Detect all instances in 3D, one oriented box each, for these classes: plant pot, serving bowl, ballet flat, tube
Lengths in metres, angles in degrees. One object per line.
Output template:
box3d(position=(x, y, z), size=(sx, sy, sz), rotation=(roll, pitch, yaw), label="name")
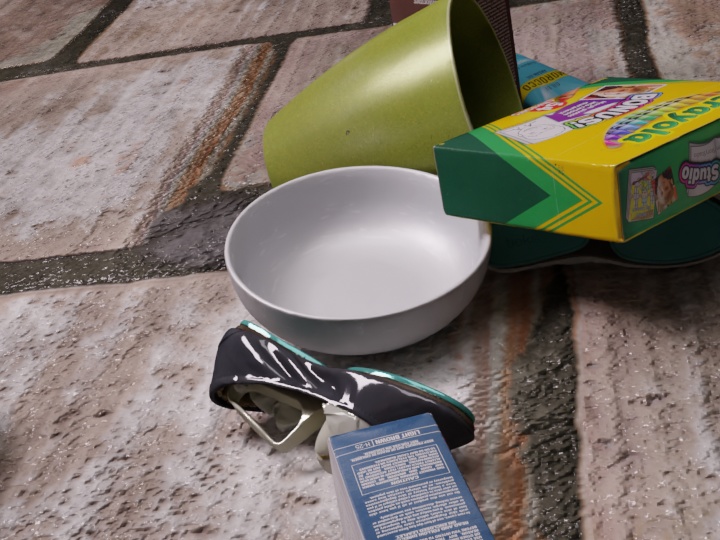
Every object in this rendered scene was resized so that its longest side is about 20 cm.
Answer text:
box3d(position=(0.024, -0.114, 1.091), size=(0.198, 0.189, 0.188), rotation=(-17, 22, 22), label="plant pot")
box3d(position=(0.000, 0.000, 0.950), size=(0.197, 0.066, 0.201), rotation=(-4, 36, 3), label="serving bowl")
box3d(position=(0.185, -0.035, 0.976), size=(0.197, 0.070, 0.070), rotation=(-5, 26, 14), label="ballet flat")
box3d(position=(-0.021, 0.091, 0.804), size=(0.198, 0.074, 0.073), rotation=(18, 37, 35), label="ballet flat")
box3d(position=(0.165, -0.198, 1.330), size=(0.077, 0.051, 0.200), rotation=(-30, 36, -19), label="tube")

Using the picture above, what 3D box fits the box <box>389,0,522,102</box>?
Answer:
box3d(position=(0.089, -0.228, 1.235), size=(0.099, 0.202, 0.075), rotation=(13, 37, 42), label="box")

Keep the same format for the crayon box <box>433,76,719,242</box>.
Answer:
box3d(position=(0.183, -0.087, 0.916), size=(0.199, 0.059, 0.172), rotation=(-25, 22, -34), label="crayon box")

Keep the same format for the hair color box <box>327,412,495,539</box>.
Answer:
box3d(position=(0.036, 0.162, 0.585), size=(0.060, 0.101, 0.200), rotation=(-12, 26, -6), label="hair color box")
